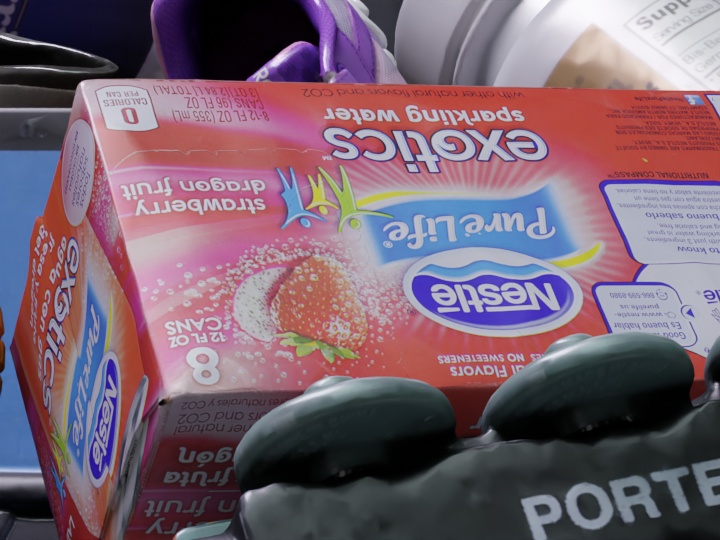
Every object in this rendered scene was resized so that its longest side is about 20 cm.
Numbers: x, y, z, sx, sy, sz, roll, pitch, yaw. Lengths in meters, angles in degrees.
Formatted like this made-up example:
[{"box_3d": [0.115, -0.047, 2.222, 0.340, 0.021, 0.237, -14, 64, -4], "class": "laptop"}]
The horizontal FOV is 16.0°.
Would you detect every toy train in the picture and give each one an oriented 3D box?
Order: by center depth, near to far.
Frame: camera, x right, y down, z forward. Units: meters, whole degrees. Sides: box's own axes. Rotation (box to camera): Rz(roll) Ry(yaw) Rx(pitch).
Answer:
[{"box_3d": [0.049, 0.068, 0.540, 0.199, 0.114, 0.086, -11, 60, -17], "class": "toy train"}]

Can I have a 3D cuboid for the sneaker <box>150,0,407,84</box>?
[{"box_3d": [-0.003, -0.024, 0.760, 0.080, 0.200, 0.088, -37, -26, 1], "class": "sneaker"}]

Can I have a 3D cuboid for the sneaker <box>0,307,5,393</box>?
[{"box_3d": [-0.147, 0.041, 0.587, 0.091, 0.076, 0.201, 0, 40, 15], "class": "sneaker"}]

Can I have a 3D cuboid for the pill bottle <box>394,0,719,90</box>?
[{"box_3d": [0.103, -0.037, 0.802, 0.114, 0.115, 0.200, -11, 40, -37], "class": "pill bottle"}]

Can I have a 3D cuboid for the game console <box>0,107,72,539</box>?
[{"box_3d": [-0.153, 0.031, 0.657, 0.199, 0.119, 0.172, 0, 14, 3], "class": "game console"}]

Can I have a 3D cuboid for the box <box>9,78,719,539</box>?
[{"box_3d": [0.025, 0.021, 0.619, 0.199, 0.096, 0.100, -1, 46, -22], "class": "box"}]

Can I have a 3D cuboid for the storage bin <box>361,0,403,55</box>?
[{"box_3d": [-0.040, -0.107, 1.173, 0.145, 0.135, 0.200, -7, 16, -24], "class": "storage bin"}]

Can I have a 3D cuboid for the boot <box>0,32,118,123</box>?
[{"box_3d": [-0.078, 0.001, 0.747, 0.199, 0.131, 0.068, 6, 14, 23], "class": "boot"}]

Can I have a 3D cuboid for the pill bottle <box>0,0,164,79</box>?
[{"box_3d": [-0.121, -0.110, 0.846, 0.199, 0.116, 0.116, 7, 7, -36], "class": "pill bottle"}]
